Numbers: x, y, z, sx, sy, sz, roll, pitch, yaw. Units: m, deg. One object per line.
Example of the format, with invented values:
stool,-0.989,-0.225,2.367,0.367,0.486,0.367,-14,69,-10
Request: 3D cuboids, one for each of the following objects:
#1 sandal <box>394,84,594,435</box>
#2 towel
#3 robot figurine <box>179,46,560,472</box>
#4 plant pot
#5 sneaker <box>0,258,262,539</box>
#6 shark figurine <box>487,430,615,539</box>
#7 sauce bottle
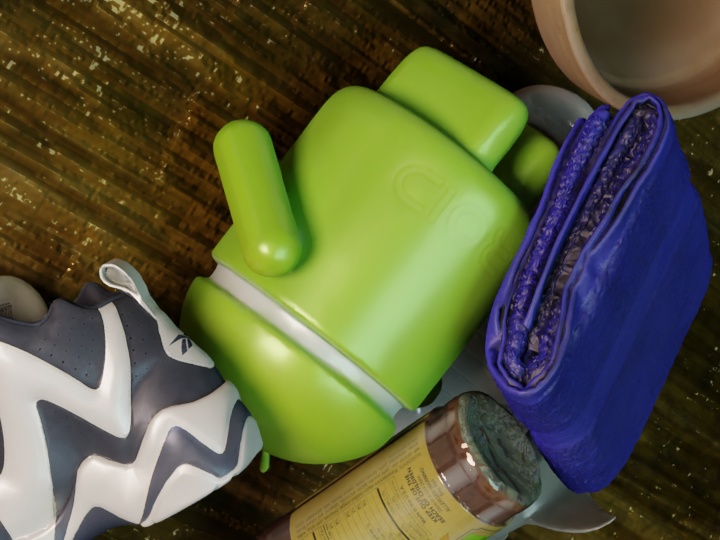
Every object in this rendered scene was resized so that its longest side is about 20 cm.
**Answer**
sandal,0.075,0.007,1.187,0.050,0.082,0.203,-33,145,-73
towel,0.109,0.015,1.108,0.148,0.049,0.200,-63,159,-11
robot figurine,0.000,0.000,1.071,0.200,0.116,0.175,-53,146,-4
plant pot,0.137,-0.178,1.109,0.200,0.093,0.201,-23,129,-32
sneaker,-0.154,0.066,1.008,0.199,0.130,0.079,-28,-176,17
shark figurine,0.109,0.089,1.250,0.215,0.089,0.128,-49,138,-6
sauce bottle,-0.005,0.130,1.128,0.200,0.065,0.065,-36,146,29
